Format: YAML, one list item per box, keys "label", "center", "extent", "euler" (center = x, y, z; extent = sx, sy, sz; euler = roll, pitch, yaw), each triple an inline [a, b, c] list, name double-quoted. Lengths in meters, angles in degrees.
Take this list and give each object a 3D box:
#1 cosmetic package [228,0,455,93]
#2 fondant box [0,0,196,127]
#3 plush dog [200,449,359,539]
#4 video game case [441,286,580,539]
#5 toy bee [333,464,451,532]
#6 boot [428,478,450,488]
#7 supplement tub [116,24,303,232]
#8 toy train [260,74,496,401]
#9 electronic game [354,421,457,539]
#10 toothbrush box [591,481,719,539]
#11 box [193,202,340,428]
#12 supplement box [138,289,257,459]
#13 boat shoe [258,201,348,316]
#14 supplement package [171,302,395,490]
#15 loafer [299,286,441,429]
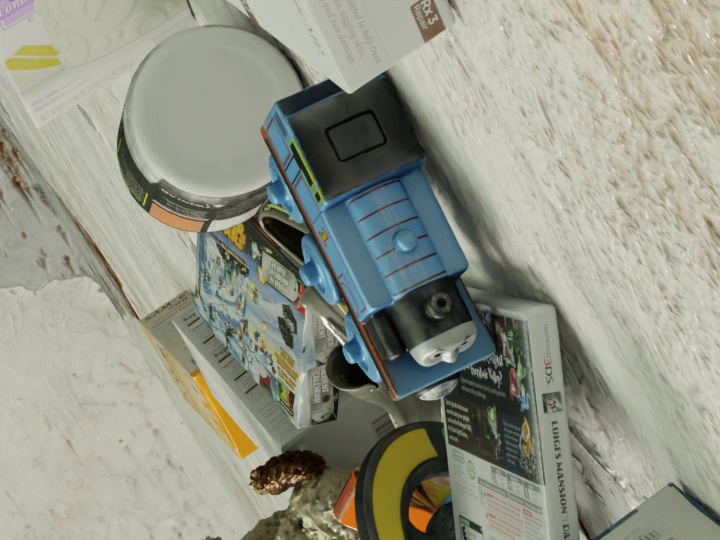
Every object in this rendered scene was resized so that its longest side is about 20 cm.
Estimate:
- label: "cosmetic package"
  center: [-0.041, -0.178, 1.213]
  extent: [0.200, 0.074, 0.102]
  euler: [44, 165, 54]
- label: "fondant box"
  center: [-0.213, -0.212, 1.700]
  extent: [0.058, 0.144, 0.200]
  euler: [49, 168, 34]
- label: "plush dog"
  center: [-0.024, 0.236, 1.928]
  extent: [0.200, 0.160, 0.172]
  euler: [40, 133, 17]
- label: "video game case"
  center: [0.087, 0.104, 1.436]
  extent: [0.200, 0.023, 0.182]
  euler: [-167, 69, -76]
- label: "toy bee"
  center: [0.075, 0.199, 1.767]
  extent: [0.200, 0.131, 0.109]
  euler: [47, -164, -10]
- label: "boot"
  center: [0.064, 0.217, 1.923]
  extent: [0.200, 0.072, 0.167]
  euler: [3, 112, 63]
- label: "supplement tub"
  center: [-0.106, -0.092, 1.641]
  extent: [0.123, 0.122, 0.200]
  euler: [56, 170, 0]
- label: "toy train"
  center: [0.009, -0.020, 1.389]
  extent: [0.200, 0.087, 0.114]
  euler: [64, 167, 7]
- label: "electronic game"
  center: [0.079, 0.188, 1.579]
  extent: [0.042, 0.200, 0.200]
  euler: [-43, 77, 35]
- label: "toothbrush box"
  center: [0.171, 0.244, 1.345]
  extent: [0.085, 0.146, 0.200]
  euler: [42, 164, 52]
- label: "box"
  center: [-0.076, 0.018, 1.933]
  extent: [0.200, 0.040, 0.137]
  euler: [45, 139, 48]
- label: "supplement box"
  center: [-0.170, 0.118, 2.742]
  extent: [0.126, 0.073, 0.200]
  euler: [62, 169, -27]
- label: "boat shoe"
  center: [0.001, 0.002, 1.614]
  extent: [0.202, 0.060, 0.072]
  euler: [47, 167, 42]
- label: "supplement package"
  center: [-0.056, 0.097, 2.039]
  extent: [0.200, 0.109, 0.114]
  euler: [46, 166, 43]
- label: "loafer"
  center: [0.006, 0.066, 1.761]
  extent: [0.070, 0.070, 0.200]
  euler: [45, 165, 47]
